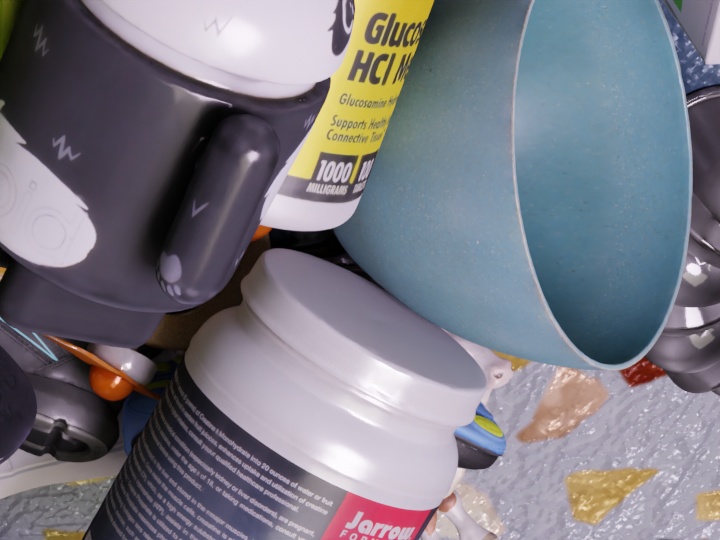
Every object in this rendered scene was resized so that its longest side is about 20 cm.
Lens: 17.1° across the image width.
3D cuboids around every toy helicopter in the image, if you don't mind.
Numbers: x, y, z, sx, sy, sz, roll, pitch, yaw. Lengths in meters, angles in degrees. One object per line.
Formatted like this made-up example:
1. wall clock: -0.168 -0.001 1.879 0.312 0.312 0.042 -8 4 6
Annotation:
1. toy helicopter: -0.133 0.002 1.130 0.199 0.079 0.133 0 97 -31

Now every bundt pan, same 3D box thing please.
1. bundt pan: 0.225 -0.007 1.295 0.200 0.076 0.203 -10 131 -11

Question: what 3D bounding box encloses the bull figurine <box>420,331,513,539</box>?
1. bull figurine: 0.005 0.112 1.309 0.199 0.065 0.122 -24 87 12

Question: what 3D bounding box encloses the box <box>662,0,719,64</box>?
1. box: 0.211 -0.205 1.110 0.112 0.102 0.201 -4 129 -16

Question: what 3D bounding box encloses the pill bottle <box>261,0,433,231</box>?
1. pill bottle: -0.023 -0.128 1.043 0.112 0.113 0.201 12 110 -26

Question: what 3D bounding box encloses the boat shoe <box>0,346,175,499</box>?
1. boat shoe: -0.186 0.078 1.235 0.198 0.072 0.069 -8 115 -9

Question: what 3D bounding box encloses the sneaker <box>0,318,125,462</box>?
1. sneaker: -0.206 0.027 1.183 0.199 0.080 0.075 22 156 -9

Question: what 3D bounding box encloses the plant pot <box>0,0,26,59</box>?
1. plant pot: -0.261 -0.051 0.962 0.181 0.200 0.200 27 150 5

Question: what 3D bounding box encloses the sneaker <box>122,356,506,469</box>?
1. sneaker: -0.024 0.087 1.237 0.198 0.071 0.083 0 112 -11

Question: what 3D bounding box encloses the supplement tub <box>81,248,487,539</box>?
1. supplement tub: -0.041 0.107 1.128 0.140 0.140 0.201 22 105 -32

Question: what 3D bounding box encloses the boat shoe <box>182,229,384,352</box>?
1. boat shoe: 0.000 0.000 1.231 0.198 0.072 0.065 -9 97 -14

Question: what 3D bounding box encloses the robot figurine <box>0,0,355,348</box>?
1. robot figurine: -0.081 -0.065 0.946 0.125 0.150 0.201 -29 152 -59

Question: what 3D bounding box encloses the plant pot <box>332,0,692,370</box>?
1. plant pot: 0.059 -0.053 1.149 0.134 0.201 0.201 -2 140 31

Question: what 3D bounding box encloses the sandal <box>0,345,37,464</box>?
1. sandal: -0.229 0.010 1.115 0.200 0.076 0.043 39 157 -2
